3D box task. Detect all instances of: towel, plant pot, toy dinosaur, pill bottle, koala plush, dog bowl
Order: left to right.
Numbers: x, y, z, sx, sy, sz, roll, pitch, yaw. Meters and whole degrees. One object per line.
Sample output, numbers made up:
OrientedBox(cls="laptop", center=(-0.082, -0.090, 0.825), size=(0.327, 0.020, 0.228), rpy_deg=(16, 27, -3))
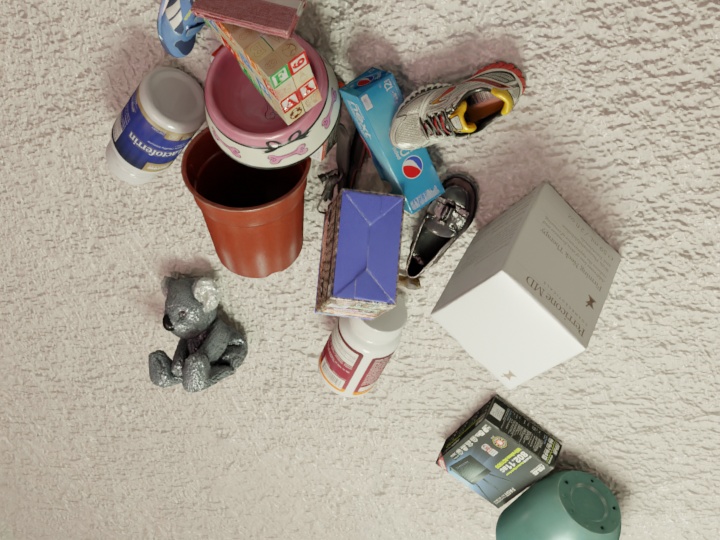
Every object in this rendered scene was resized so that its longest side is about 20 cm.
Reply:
OrientedBox(cls="pill bottle", center=(-0.335, -0.228, 1.657), size=(0.116, 0.116, 0.200), rpy_deg=(42, 139, -9))
OrientedBox(cls="koala plush", center=(-0.313, 0.103, 1.946), size=(0.176, 0.183, 0.202), rpy_deg=(-1, 108, 48))
OrientedBox(cls="plant pot", center=(-0.170, -0.104, 1.621), size=(0.199, 0.202, 0.196), rpy_deg=(19, 144, 16))
OrientedBox(cls="dog bowl", center=(-0.129, -0.249, 1.432), size=(0.198, 0.202, 0.074), rpy_deg=(24, 169, 12))
OrientedBox(cls="towel", center=(-0.115, -0.393, 1.307), size=(0.143, 0.202, 0.023), rpy_deg=(18, 162, 17))
OrientedBox(cls="toy dinosaur", center=(0.000, 0.000, 1.679), size=(0.198, 0.107, 0.061), rpy_deg=(29, 143, -4))
OrientedBox(cls="pill bottle", center=(0.005, 0.121, 1.763), size=(0.113, 0.115, 0.201), rpy_deg=(31, 138, 3))
OrientedBox(cls="plant pot", center=(0.359, 0.445, 1.785), size=(0.199, 0.201, 0.162), rpy_deg=(31, 128, 3))

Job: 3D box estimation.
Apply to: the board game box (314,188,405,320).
OrientedBox(cls="board game box", center=(-0.004, -0.019, 1.528), size=(0.096, 0.162, 0.200), rpy_deg=(7, 170, -8))

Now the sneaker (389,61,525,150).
OrientedBox(cls="sneaker", center=(0.122, -0.213, 1.371), size=(0.198, 0.082, 0.078), rpy_deg=(-23, 114, 29))

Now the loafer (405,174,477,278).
OrientedBox(cls="loafer", center=(0.120, -0.059, 1.557), size=(0.071, 0.063, 0.201), rpy_deg=(31, 139, 3))

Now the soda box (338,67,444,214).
OrientedBox(cls="soda box", center=(0.046, -0.185, 1.470), size=(0.068, 0.064, 0.201), rpy_deg=(35, 156, 59))

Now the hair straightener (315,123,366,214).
OrientedBox(cls="hair straightener", center=(-0.040, -0.151, 1.574), size=(0.041, 0.076, 0.201), rpy_deg=(61, 154, 25))

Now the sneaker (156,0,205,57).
OrientedBox(cls="sneaker", center=(-0.242, -0.383, 1.484), size=(0.082, 0.074, 0.201), rpy_deg=(26, 139, 6))

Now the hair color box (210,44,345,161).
OrientedBox(cls="hair color box", center=(-0.128, -0.256, 1.535), size=(0.198, 0.064, 0.112), rpy_deg=(23, 137, 11))

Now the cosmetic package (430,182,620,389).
OrientedBox(cls="cosmetic package", center=(0.237, 0.023, 1.455), size=(0.167, 0.201, 0.166), rpy_deg=(42, 138, -10))

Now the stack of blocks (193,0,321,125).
OrientedBox(cls="stack of blocks", center=(-0.140, -0.301, 1.348), size=(0.200, 0.058, 0.115), rpy_deg=(50, 173, 23))

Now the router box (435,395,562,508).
OrientedBox(cls="router box", center=(0.245, 0.329, 1.840), size=(0.149, 0.062, 0.200), rpy_deg=(34, 139, -2))
